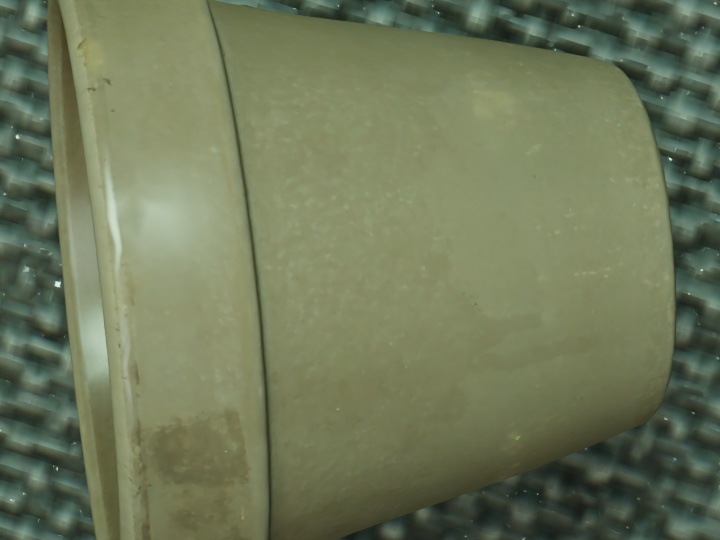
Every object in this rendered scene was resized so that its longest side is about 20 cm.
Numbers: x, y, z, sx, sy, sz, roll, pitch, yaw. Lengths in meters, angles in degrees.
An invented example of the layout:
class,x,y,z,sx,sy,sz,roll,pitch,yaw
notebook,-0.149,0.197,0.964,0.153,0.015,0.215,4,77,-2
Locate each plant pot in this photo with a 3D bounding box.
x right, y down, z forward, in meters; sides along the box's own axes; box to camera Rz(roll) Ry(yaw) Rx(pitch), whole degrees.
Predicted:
class,x,y,z,sx,sy,sz,roll,pitch,yaw
plant pot,0.000,0.000,0.878,0.174,0.200,0.201,-5,110,-8
